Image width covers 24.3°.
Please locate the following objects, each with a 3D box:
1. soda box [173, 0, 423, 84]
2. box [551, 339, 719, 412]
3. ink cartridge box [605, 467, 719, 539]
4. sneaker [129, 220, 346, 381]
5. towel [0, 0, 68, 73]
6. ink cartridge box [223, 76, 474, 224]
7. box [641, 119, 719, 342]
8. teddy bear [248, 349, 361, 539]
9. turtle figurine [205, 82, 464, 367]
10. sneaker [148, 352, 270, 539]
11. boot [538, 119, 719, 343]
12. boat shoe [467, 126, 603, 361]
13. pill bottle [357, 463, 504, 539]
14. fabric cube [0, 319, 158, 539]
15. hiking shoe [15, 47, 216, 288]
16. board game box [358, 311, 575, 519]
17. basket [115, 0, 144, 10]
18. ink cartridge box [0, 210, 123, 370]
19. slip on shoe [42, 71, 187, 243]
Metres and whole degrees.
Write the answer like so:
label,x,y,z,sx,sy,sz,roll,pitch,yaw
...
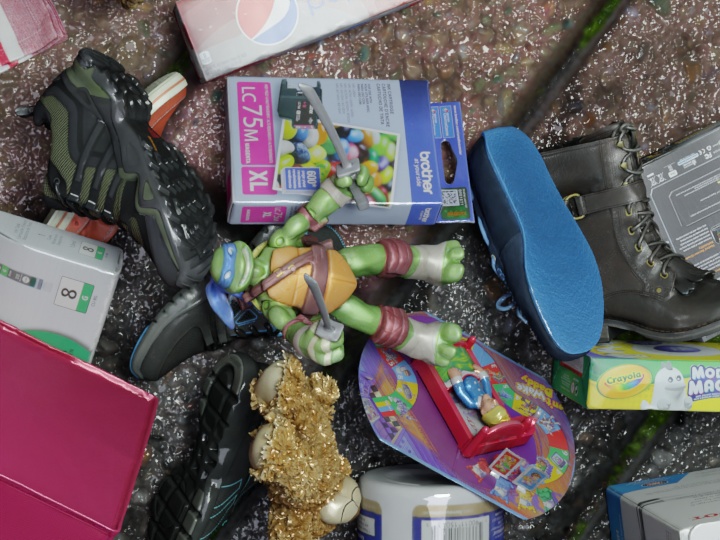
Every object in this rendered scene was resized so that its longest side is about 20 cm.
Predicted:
label,x,y,z,sx,sy,sz,roll,pitch,yaw
soda box,-0.046,-0.216,1.331,0.199,0.063,0.070,-22,97,-7
box,0.267,0.086,1.365,0.199,0.117,0.049,4,94,-9
ink cartridge box,0.296,0.215,1.334,0.145,0.200,0.086,-8,94,-7
sneaker,-0.095,0.030,1.328,0.200,0.073,0.082,-39,89,-4
towel,-0.349,-0.201,1.310,0.199,0.023,0.145,-29,96,-5
ink cartridge box,-0.008,-0.095,1.329,0.199,0.042,0.120,1,62,-11
box,0.335,-0.054,1.401,0.199,0.048,0.159,-26,97,-6
teddy bear,-0.041,0.147,1.272,0.066,0.145,0.201,-4,129,8
turtle figurine,0.000,0.000,1.236,0.193,0.144,0.200,13,129,-31
sneaker,-0.105,0.165,1.338,0.079,0.075,0.201,16,106,-36
boot,0.224,-0.034,1.337,0.199,0.069,0.175,-6,100,35
boat shoe,0.140,-0.017,1.343,0.084,0.069,0.201,-2,66,-27
pill bottle,0.056,0.264,1.344,0.119,0.120,0.201,0,93,-8
fabric cube,-0.289,0.171,1.221,0.199,0.196,0.200,28,113,-9
hiking shoe,-0.181,-0.062,1.242,0.100,0.076,0.201,-35,71,21
board game box,0.096,0.101,1.328,0.199,0.158,0.039,30,131,-9
basket,-0.177,-0.291,1.240,0.149,0.200,0.143,44,88,-10
ink cartridge box,-0.299,0.030,1.286,0.199,0.050,0.162,17,117,-11
slip on shoe,-0.193,-0.069,1.316,0.061,0.074,0.201,33,94,-14
